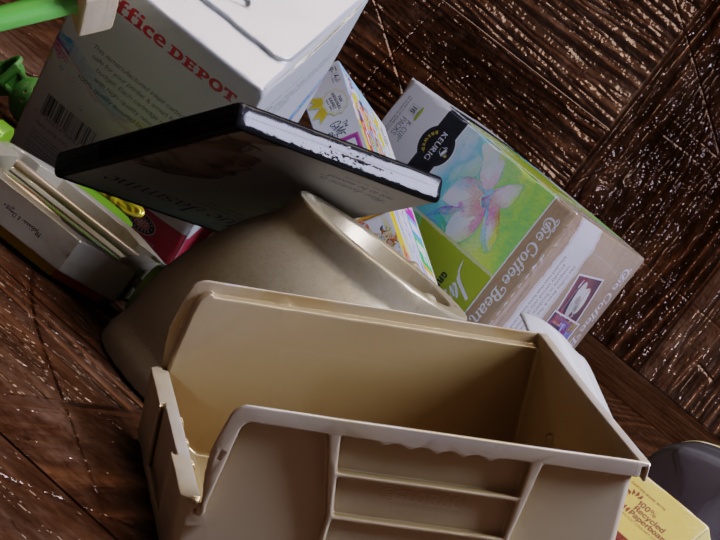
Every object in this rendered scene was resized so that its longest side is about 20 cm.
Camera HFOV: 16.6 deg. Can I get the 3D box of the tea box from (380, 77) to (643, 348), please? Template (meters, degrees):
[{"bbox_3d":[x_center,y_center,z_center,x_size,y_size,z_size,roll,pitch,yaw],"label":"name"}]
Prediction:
[{"bbox_3d":[0.070,-0.001,1.899,0.197,0.200,0.134,41,7,33],"label":"tea box"}]

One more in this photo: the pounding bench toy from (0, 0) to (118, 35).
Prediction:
[{"bbox_3d":[-0.264,-0.182,1.503,0.200,0.156,0.124,40,-25,15],"label":"pounding bench toy"}]

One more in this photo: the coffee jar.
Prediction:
[{"bbox_3d":[0.218,0.159,1.484,0.085,0.105,0.200,23,1,23],"label":"coffee jar"}]

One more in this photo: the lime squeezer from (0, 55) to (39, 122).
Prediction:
[{"bbox_3d":[-0.244,-0.130,1.824,0.200,0.038,0.071,41,7,34],"label":"lime squeezer"}]

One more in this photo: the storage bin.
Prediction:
[{"bbox_3d":[0.006,0.085,1.150,0.198,0.094,0.200,9,14,-12],"label":"storage bin"}]

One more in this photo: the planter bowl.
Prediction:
[{"bbox_3d":[-0.024,0.043,1.378,0.200,0.135,0.200,38,7,-5],"label":"planter bowl"}]

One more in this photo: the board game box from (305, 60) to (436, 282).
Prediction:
[{"bbox_3d":[0.015,-0.033,1.741,0.134,0.034,0.201,50,20,-68],"label":"board game box"}]

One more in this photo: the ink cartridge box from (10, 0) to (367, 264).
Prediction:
[{"bbox_3d":[-0.115,-0.134,1.648,0.145,0.200,0.145,39,47,5],"label":"ink cartridge box"}]

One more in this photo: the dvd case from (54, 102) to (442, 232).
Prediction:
[{"bbox_3d":[-0.068,-0.054,1.423,0.142,0.018,0.200,18,-16,-34],"label":"dvd case"}]

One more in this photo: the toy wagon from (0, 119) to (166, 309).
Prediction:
[{"bbox_3d":[-0.175,-0.031,1.502,0.155,0.040,0.200,38,6,4],"label":"toy wagon"}]

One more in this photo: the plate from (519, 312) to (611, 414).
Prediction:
[{"bbox_3d":[0.170,0.148,1.620,0.200,0.032,0.200,-111,176,-51],"label":"plate"}]

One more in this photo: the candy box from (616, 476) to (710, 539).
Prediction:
[{"bbox_3d":[0.138,0.173,1.328,0.117,0.056,0.200,40,-19,35],"label":"candy box"}]
